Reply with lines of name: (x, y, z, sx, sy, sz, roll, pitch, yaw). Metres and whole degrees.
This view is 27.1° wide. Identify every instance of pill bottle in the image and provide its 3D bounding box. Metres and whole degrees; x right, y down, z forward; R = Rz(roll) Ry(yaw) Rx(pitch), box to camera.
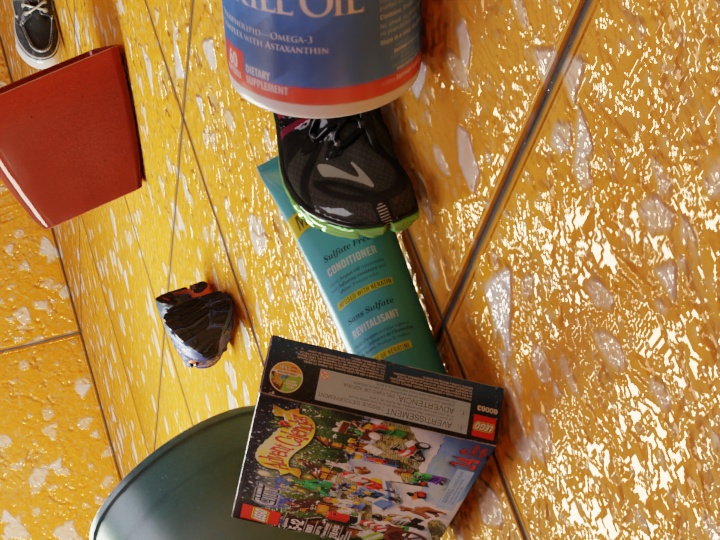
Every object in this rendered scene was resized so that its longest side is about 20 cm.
pill bottle: (-0.023, -0.193, 0.785, 0.112, 0.111, 0.202, -126, 27, -53)

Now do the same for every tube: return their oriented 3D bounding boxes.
tube: (0.000, 0.000, 0.948, 0.050, 0.077, 0.202, 52, -166, -67)

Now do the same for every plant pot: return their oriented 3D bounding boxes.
plant pot: (-0.097, 0.251, 1.263, 0.188, 0.199, 0.201, 50, 153, 25)
plant pot: (-0.378, -0.162, 1.885, 0.178, 0.198, 0.200, 69, 165, -14)

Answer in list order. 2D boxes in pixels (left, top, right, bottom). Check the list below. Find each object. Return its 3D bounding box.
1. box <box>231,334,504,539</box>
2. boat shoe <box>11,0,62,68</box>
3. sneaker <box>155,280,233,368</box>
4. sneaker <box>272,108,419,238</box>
box: (-0.002, 0.114, 0.905, 0.201, 0.135, 0.038, 107, 175, -60)
boat shoe: (-0.512, -0.408, 2.340, 0.068, 0.071, 0.202, 100, 159, -56)
sneaker: (-0.162, 0.065, 1.541, 0.200, 0.074, 0.079, -138, 29, -76)
sneaker: (-0.021, -0.100, 0.913, 0.084, 0.076, 0.201, 92, 157, -51)
